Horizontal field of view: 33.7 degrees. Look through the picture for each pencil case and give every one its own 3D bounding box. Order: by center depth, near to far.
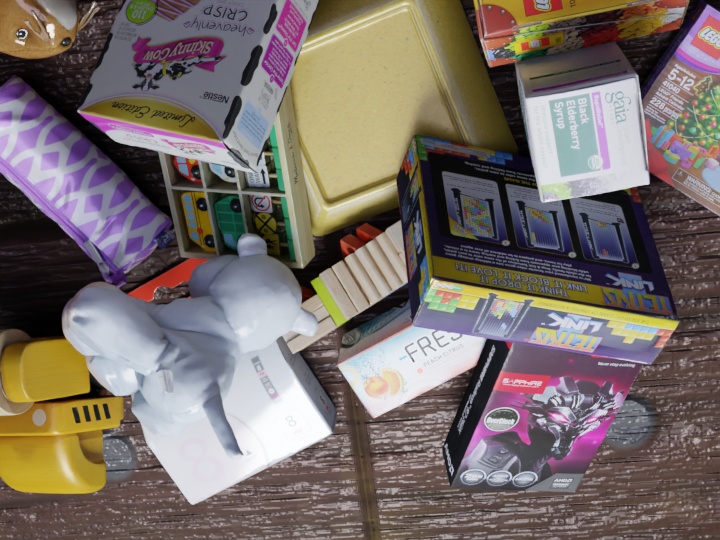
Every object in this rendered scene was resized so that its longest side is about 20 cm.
[{"bbox_3d":[-0.256,-0.073,1.024,0.200,0.086,0.084,44,141,-8],"label":"pencil case"}]

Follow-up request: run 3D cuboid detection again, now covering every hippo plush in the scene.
[{"bbox_3d":[-0.134,0.035,0.966,0.161,0.200,0.159,-47,107,-22],"label":"hippo plush"}]

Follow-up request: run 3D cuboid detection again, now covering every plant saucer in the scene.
[{"bbox_3d":[0.007,-0.141,0.992,0.199,0.048,0.201,-20,106,13],"label":"plant saucer"}]

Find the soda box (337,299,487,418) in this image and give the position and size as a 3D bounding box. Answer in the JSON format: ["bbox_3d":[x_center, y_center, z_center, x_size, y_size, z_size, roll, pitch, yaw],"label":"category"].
[{"bbox_3d":[0.080,0.049,1.043,0.200,0.068,0.064,-29,106,14],"label":"soda box"}]

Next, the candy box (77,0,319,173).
[{"bbox_3d":[-0.114,-0.187,0.906,0.136,0.061,0.201,13,78,25],"label":"candy box"}]

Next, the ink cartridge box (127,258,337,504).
[{"bbox_3d":[-0.141,0.099,1.098,0.162,0.057,0.200,-28,110,15],"label":"ink cartridge box"}]

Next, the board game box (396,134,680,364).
[{"bbox_3d":[0.134,-0.018,0.936,0.199,0.166,0.057,10,135,-13],"label":"board game box"}]

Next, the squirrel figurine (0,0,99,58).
[{"bbox_3d":[-0.282,-0.272,0.945,0.199,0.142,0.187,25,122,11],"label":"squirrel figurine"}]

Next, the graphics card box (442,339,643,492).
[{"bbox_3d":[0.156,0.110,1.023,0.125,0.051,0.200,5,132,-15],"label":"graphics card box"}]

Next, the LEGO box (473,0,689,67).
[{"bbox_3d":[0.147,-0.268,0.872,0.148,0.077,0.201,-9,83,10],"label":"LEGO box"}]

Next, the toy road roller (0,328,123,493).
[{"bbox_3d":[-0.286,0.125,1.030,0.122,0.200,0.147,-5,86,23],"label":"toy road roller"}]

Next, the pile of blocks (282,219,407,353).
[{"bbox_3d":[0.000,0.000,1.031,0.200,0.082,0.062,-33,87,28],"label":"pile of blocks"}]

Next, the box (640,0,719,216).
[{"bbox_3d":[0.322,-0.110,0.974,0.200,0.039,0.137,30,110,-5],"label":"box"}]

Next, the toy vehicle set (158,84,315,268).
[{"bbox_3d":[-0.111,-0.101,0.999,0.124,0.027,0.201,4,118,24],"label":"toy vehicle set"}]

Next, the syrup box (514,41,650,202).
[{"bbox_3d":[0.163,-0.124,0.900,0.081,0.200,0.079,-10,110,9],"label":"syrup box"}]
